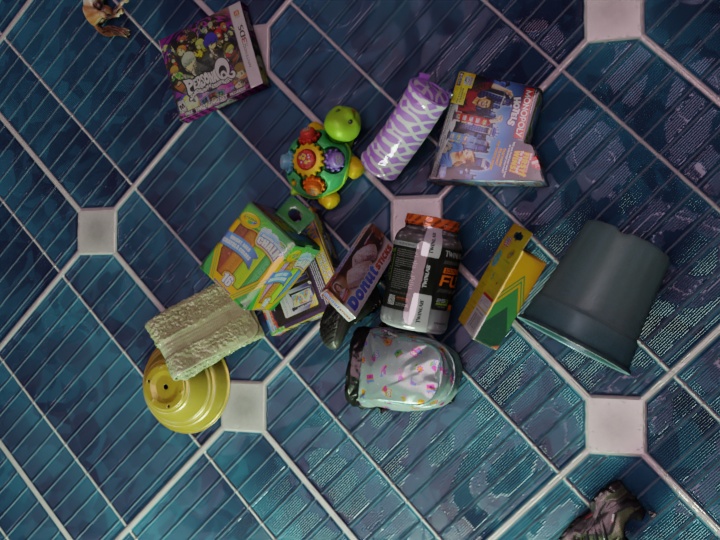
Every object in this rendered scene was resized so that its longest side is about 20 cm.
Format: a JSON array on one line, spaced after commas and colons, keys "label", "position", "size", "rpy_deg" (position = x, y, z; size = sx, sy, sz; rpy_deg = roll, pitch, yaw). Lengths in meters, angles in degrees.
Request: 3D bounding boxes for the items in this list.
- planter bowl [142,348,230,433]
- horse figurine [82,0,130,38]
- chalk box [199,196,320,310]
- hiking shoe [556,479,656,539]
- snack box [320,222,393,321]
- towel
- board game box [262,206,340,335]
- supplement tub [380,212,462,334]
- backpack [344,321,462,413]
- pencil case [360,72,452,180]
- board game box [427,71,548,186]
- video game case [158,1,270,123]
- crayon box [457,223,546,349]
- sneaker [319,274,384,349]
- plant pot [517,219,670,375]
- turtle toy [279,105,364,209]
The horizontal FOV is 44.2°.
[{"label": "planter bowl", "position": [-0.366, 0.227, 1.753], "size": [0.200, 0.083, 0.201], "rpy_deg": [-1, 87, 21]}, {"label": "horse figurine", "position": [-0.547, -0.577, 1.867], "size": [0.132, 0.050, 0.200], "rpy_deg": [-14, 89, 32]}, {"label": "chalk box", "position": [-0.167, -0.040, 1.610], "size": [0.125, 0.124, 0.200], "rpy_deg": [41, 101, 17]}, {"label": "hiking shoe", "position": [0.393, 0.447, 1.465], "size": [0.101, 0.076, 0.200], "rpy_deg": [41, 101, 20]}, {"label": "snack box", "position": [0.000, 0.000, 1.567], "size": [0.072, 0.200, 0.024], "rpy_deg": [46, 134, -14]}, {"label": "towel", "position": [-0.302, 0.111, 1.718], "size": [0.200, 0.036, 0.148], "rpy_deg": [-29, 74, -13]}, {"label": "board game box", "position": [-0.123, 0.002, 1.687], "size": [0.165, 0.057, 0.200], "rpy_deg": [-23, 80, 16]}, {"label": "supplement tub", "position": [0.110, 0.005, 1.564], "size": [0.122, 0.123, 0.200], "rpy_deg": [12, 93, 20]}, {"label": "backpack", "position": [0.077, 0.182, 1.565], "size": [0.200, 0.127, 0.167], "rpy_deg": [5, 90, 22]}, {"label": "pencil case", "position": [0.076, -0.254, 1.579], "size": [0.200, 0.084, 0.086], "rpy_deg": [-53, 46, 33]}, {"label": "board game box", "position": [0.244, -0.225, 1.548], "size": [0.200, 0.062, 0.200], "rpy_deg": [18, 94, 20]}, {"label": "video game case", "position": [-0.295, -0.416, 1.778], "size": [0.200, 0.036, 0.181], "rpy_deg": [-19, 80, 19]}, {"label": "crayon box", "position": [0.246, 0.024, 1.508], "size": [0.051, 0.127, 0.200], "rpy_deg": [27, 99, -10]}, {"label": "sneaker", "position": [-0.008, 0.060, 1.588], "size": [0.076, 0.091, 0.200], "rpy_deg": [-31, 31, 53]}, {"label": "plant pot", "position": [0.388, 0.037, 1.434], "size": [0.200, 0.200, 0.196], "rpy_deg": [28, 89, 19]}, {"label": "turtle toy", "position": [-0.069, -0.218, 1.651], "size": [0.146, 0.101, 0.200], "rpy_deg": [43, 102, 17]}]
